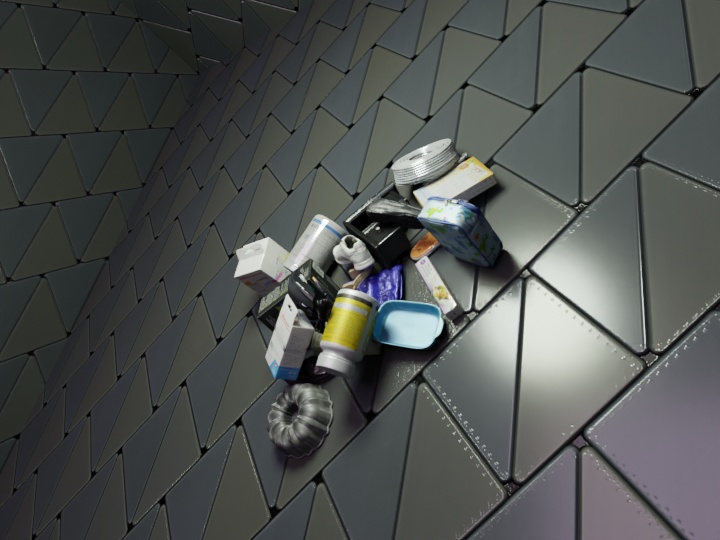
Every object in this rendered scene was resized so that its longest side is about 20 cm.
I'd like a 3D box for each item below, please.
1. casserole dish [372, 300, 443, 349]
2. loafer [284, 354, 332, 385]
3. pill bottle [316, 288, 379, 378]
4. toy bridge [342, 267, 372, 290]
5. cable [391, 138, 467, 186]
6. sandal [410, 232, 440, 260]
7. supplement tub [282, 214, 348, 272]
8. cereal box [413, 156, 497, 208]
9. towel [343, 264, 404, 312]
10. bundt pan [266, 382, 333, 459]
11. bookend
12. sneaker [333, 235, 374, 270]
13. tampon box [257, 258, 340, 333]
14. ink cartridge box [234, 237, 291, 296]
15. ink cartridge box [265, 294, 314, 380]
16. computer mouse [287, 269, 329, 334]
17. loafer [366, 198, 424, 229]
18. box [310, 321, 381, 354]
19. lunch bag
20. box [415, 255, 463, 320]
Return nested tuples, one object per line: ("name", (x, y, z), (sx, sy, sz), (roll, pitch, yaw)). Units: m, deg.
("casserole dish", (0.120, 0.140, 1.301), (0.199, 0.039, 0.122), (4, 63, 34))
("loafer", (-0.145, 0.276, 1.445), (0.199, 0.063, 0.072), (-23, 48, 30))
("pill bottle", (-0.033, 0.157, 1.286), (0.114, 0.114, 0.201), (1, 64, 43))
("toy bridge", (0.000, 0.000, 1.488), (0.067, 0.027, 0.200), (-22, 24, 22))
("cable", (0.188, -0.315, 1.518), (0.200, 0.070, 0.199), (-37, 23, -29))
("sandal", (0.208, -0.111, 1.409), (0.207, 0.059, 0.079), (-44, 41, 8))
("supplement tub", (-0.140, -0.063, 1.642), (0.132, 0.132, 0.201), (26, 81, 49))
("cereal box", (0.255, -0.226, 1.421), (0.199, 0.040, 0.144), (-30, 32, 6))
("towel", (0.032, 0.069, 1.447), (0.199, 0.050, 0.148), (-21, 47, 31))
("bundt pan", (-0.171, 0.388, 1.376), (0.201, 0.076, 0.203), (-24, 46, 28))
("bookend", (0.085, -0.134, 1.484), (0.198, 0.092, 0.200), (-40, 39, -7))
("sneaker", (-0.028, -0.064, 1.489), (0.075, 0.100, 0.200), (-33, 23, -19))
("tampon box", (-0.174, 0.098, 1.519), (0.200, 0.150, 0.126), (-36, 24, 16))
("ink cartridge box", (-0.307, -0.006, 1.700), (0.128, 0.200, 0.126), (-16, 51, 34))
("ink cartridge box", (-0.187, 0.180, 1.401), (0.116, 0.066, 0.201), (45, 118, 58))
("computer mouse", (-0.142, 0.058, 1.326), (0.200, 0.046, 0.141), (56, 147, 33))
("loafer", (0.111, -0.160, 1.391), (0.199, 0.068, 0.071), (13, 61, 28))
("box", (-0.037, 0.183, 1.410), (0.199, 0.068, 0.083), (-11, 56, 37))
("lunch bag", (0.241, -0.096, 1.258), (0.160, 0.200, 0.083), (20, 74, 49))
("box", (0.199, 0.042, 1.319), (0.039, 0.041, 0.200), (-39, 41, 13))
